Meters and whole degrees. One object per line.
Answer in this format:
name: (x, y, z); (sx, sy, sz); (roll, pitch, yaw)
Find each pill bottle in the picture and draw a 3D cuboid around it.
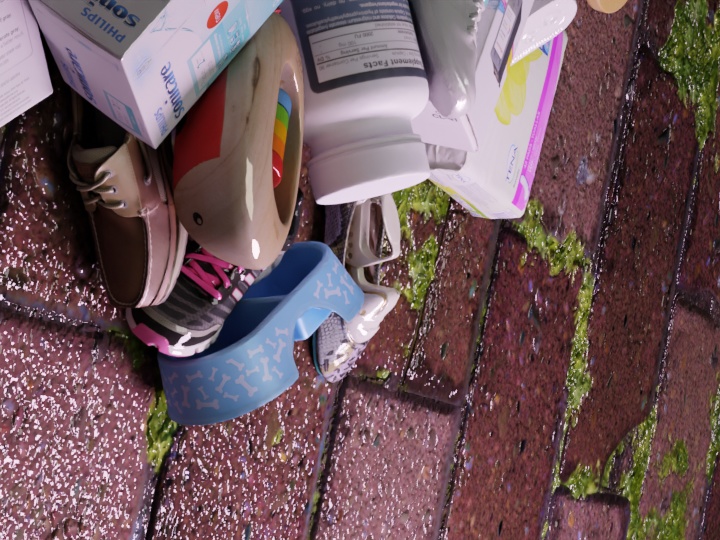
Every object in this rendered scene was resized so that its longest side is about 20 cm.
pill bottle: (-0.014, -0.157, 1.492); (0.120, 0.119, 0.200); (-4, 80, -59)

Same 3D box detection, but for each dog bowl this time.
dog bowl: (-0.079, 0.043, 1.504); (0.200, 0.111, 0.050); (-47, 122, -45)

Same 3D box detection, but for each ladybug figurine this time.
ladybug figurine: (-0.084, -0.093, 1.361); (0.136, 0.072, 0.200); (76, 17, -54)

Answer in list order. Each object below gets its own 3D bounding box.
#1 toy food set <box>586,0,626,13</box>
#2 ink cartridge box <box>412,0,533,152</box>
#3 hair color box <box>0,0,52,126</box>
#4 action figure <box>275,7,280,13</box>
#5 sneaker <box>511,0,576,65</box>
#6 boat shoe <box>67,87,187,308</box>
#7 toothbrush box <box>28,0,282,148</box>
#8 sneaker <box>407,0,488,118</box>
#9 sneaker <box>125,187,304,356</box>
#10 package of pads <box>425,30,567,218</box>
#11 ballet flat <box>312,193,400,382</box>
toy food set: (0.283, -0.383, 2.076); (0.198, 0.049, 0.200); (-47, 135, -45)
ink cartridge box: (0.056, -0.212, 1.625); (0.086, 0.147, 0.200); (58, 49, -61)
hair color box: (-0.257, -0.180, 1.186); (0.100, 0.060, 0.200); (-43, 133, -48)
action figure: (-0.091, -0.173, 1.447); (0.099, 0.065, 0.200); (-32, 131, -11)
sneaker: (0.077, -0.237, 1.738); (0.200, 0.147, 0.081); (-30, 152, 0)
boat shoe: (-0.170, -0.074, 1.360); (0.074, 0.076, 0.200); (-8, 96, -53)
toothbrush box: (-0.109, -0.198, 1.257); (0.200, 0.085, 0.146); (-50, 166, -14)
sneaker: (0.076, -0.212, 1.536); (0.075, 0.088, 0.200); (93, -14, -62)
sneaker: (-0.102, -0.013, 1.450); (0.200, 0.074, 0.088); (-45, 170, -51)
package of pads: (0.119, -0.163, 1.829); (0.154, 0.068, 0.200); (32, 69, -58)
ballet flat: (0.000, 0.000, 1.664); (0.072, 0.072, 0.201); (-11, 107, -59)
